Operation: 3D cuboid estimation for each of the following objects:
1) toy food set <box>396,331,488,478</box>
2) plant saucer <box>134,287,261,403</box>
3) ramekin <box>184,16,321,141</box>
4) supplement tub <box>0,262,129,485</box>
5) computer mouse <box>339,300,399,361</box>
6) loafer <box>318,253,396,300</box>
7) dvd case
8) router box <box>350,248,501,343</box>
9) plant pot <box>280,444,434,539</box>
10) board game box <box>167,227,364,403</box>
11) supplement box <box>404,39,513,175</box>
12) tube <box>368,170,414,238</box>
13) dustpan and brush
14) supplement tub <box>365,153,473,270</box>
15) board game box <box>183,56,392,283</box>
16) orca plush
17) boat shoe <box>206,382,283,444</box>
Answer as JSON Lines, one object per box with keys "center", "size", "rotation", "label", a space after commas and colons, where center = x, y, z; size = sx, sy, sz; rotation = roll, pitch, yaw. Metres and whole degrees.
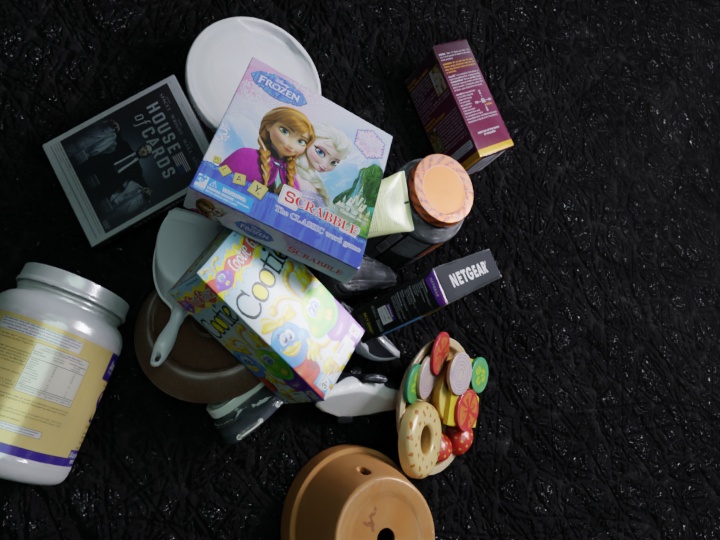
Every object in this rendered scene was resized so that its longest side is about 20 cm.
{"center": [0.119, 0.196, 0.787], "size": [0.197, 0.048, 0.206], "rotation": [19, 78, -45], "label": "toy food set"}
{"center": [-0.192, 0.067, 0.697], "size": [0.193, 0.035, 0.206], "rotation": [6, 55, -8], "label": "plant saucer"}
{"center": [-0.163, -0.259, 0.805], "size": [0.195, 0.094, 0.210], "rotation": [6, 74, -21], "label": "ramekin"}
{"center": [-0.354, 0.112, 0.592], "size": [0.142, 0.145, 0.206], "rotation": [23, 68, -15], "label": "supplement tub"}
{"center": [-0.022, 0.078, 0.783], "size": [0.199, 0.110, 0.044], "rotation": [41, 89, -17], "label": "computer mouse"}
{"center": [0.000, 0.000, 0.771], "size": [0.199, 0.066, 0.073], "rotation": [3, 69, -66], "label": "loafer"}
{"center": [-0.298, -0.145, 0.715], "size": [0.196, 0.025, 0.154], "rotation": [-30, 87, -4], "label": "dvd case"}
{"center": [0.098, 0.033, 0.767], "size": [0.198, 0.147, 0.052], "rotation": [-17, 79, -54], "label": "router box"}
{"center": [0.006, 0.335, 0.692], "size": [0.193, 0.140, 0.208], "rotation": [6, 74, -22], "label": "plant pot"}
{"center": [-0.107, 0.049, 0.633], "size": [0.200, 0.102, 0.106], "rotation": [47, 55, -18], "label": "board game box"}
{"center": [0.169, -0.277, 0.945], "size": [0.084, 0.110, 0.206], "rotation": [-20, 84, -27], "label": "supplement box"}
{"center": [-0.026, -0.062, 0.684], "size": [0.194, 0.059, 0.053], "rotation": [-17, 57, -11], "label": "tube"}
{"center": [-0.217, 0.023, 0.676], "size": [0.135, 0.058, 0.204], "rotation": [16, 47, 0], "label": "dustpan and brush"}
{"center": [0.076, -0.084, 0.802], "size": [0.118, 0.199, 0.127], "rotation": [6, 72, -21], "label": "supplement tub"}
{"center": [-0.070, -0.117, 0.614], "size": [0.195, 0.041, 0.205], "rotation": [24, 58, -16], "label": "board game box"}
{"center": [0.014, 0.159, 0.783], "size": [0.193, 0.107, 0.072], "rotation": [-5, 45, -22], "label": "orca plush"}
{"center": [-0.113, 0.152, 0.731], "size": [0.197, 0.075, 0.062], "rotation": [-33, 108, -24], "label": "boat shoe"}
